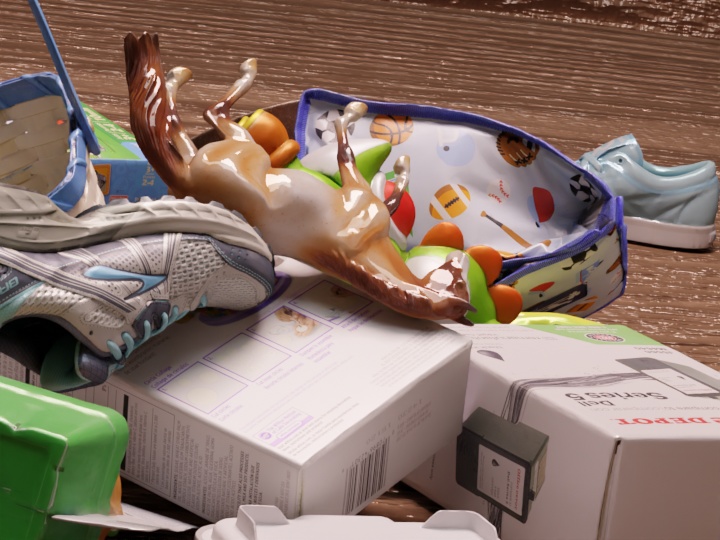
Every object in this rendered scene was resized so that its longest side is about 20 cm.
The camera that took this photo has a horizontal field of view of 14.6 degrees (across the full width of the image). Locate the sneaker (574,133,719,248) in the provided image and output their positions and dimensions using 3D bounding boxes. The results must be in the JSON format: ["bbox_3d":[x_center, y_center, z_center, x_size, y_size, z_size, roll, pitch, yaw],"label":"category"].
[{"bbox_3d":[0.186,-0.071,2.211,0.199,0.082,0.074,7,11,-6],"label":"sneaker"}]

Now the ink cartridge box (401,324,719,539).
[{"bbox_3d":[0.124,0.091,1.400,0.145,0.084,0.200,1,14,-31],"label":"ink cartridge box"}]

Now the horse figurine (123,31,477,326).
[{"bbox_3d":[-0.037,-0.044,1.387,0.199,0.050,0.133,22,41,-18],"label":"horse figurine"}]

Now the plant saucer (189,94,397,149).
[{"bbox_3d":[-0.052,-0.051,1.850,0.199,0.037,0.201,-17,-21,-7],"label":"plant saucer"}]

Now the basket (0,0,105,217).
[{"bbox_3d":[-0.214,-0.050,1.443,0.176,0.200,0.139,-25,31,5],"label":"basket"}]

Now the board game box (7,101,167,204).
[{"bbox_3d":[-0.232,-0.073,1.633,0.199,0.037,0.151,-1,20,-34],"label":"board game box"}]

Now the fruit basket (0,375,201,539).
[{"bbox_3d":[-0.169,0.095,1.227,0.184,0.094,0.200,17,-8,4],"label":"fruit basket"}]

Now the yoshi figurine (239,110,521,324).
[{"bbox_3d":[-0.009,0.012,1.501,0.200,0.112,0.113,38,42,-5],"label":"yoshi figurine"}]

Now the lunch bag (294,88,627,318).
[{"bbox_3d":[0.062,-0.022,1.701,0.199,0.125,0.170,6,-13,8],"label":"lunch bag"}]

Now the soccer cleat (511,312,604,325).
[{"bbox_3d":[0.077,0.048,1.623,0.199,0.065,0.084,7,10,-6],"label":"soccer cleat"}]

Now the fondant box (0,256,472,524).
[{"bbox_3d":[-0.067,0.049,1.365,0.199,0.059,0.144,25,36,27],"label":"fondant box"}]

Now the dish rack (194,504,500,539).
[{"bbox_3d":[0.021,0.143,1.192,0.171,0.044,0.200,3,12,-22],"label":"dish rack"}]

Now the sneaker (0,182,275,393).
[{"bbox_3d":[-0.124,0.017,1.297,0.199,0.087,0.078,2,-26,-36],"label":"sneaker"}]
